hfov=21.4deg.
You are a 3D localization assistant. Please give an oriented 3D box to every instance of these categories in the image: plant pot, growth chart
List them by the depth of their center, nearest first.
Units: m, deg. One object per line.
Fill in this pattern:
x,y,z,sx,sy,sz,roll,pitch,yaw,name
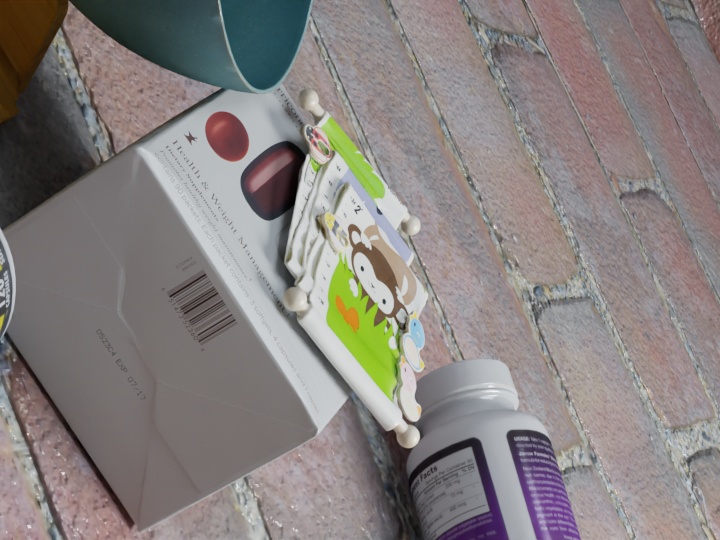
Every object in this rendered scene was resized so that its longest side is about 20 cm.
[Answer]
-0.113,-0.211,1.127,0.200,0.133,0.202,6,90,-75,plant pot
0.000,0.000,1.149,0.145,0.018,0.201,46,31,-32,growth chart

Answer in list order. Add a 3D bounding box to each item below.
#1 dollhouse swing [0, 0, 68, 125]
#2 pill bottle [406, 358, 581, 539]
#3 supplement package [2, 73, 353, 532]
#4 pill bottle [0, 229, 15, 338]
-0.220,-0.189,1.090,0.183,0.175,0.200,58,24,-6,dollhouse swing
0.096,0.172,1.393,0.111,0.111,0.202,25,43,-52,pill bottle
-0.094,0.010,1.154,0.192,0.146,0.200,57,26,-8,supplement package
-0.247,0.032,0.878,0.113,0.111,0.200,56,25,-10,pill bottle
